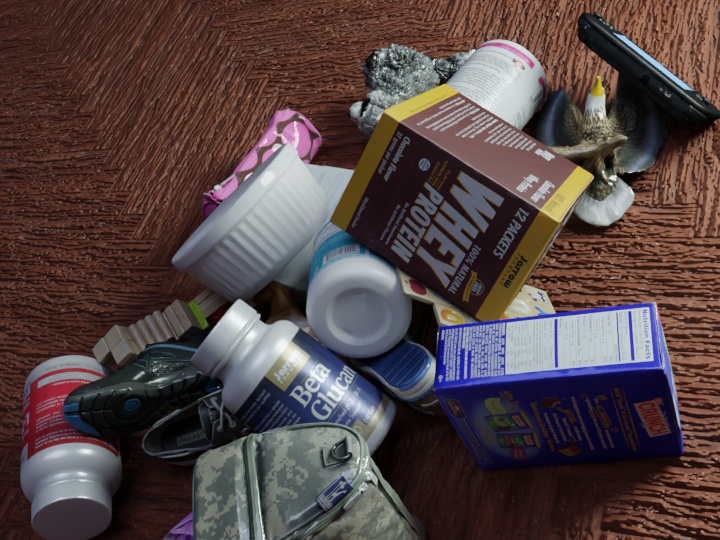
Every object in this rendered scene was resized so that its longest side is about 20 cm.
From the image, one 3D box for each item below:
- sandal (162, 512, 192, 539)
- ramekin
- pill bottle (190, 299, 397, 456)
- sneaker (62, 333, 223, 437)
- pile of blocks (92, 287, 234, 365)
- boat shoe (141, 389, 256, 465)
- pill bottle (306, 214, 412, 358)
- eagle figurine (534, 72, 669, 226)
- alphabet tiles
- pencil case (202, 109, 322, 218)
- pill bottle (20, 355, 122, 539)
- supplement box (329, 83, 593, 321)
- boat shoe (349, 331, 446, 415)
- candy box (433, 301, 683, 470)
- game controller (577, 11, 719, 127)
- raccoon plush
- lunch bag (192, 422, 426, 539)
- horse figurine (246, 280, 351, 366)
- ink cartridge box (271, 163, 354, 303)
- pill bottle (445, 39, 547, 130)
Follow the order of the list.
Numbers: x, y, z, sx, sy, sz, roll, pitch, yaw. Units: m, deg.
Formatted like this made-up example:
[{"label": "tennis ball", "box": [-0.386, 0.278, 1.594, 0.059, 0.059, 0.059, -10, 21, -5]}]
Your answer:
[{"label": "sandal", "box": [-0.183, 0.293, 0.980, 0.203, 0.050, 0.082, -44, 46, -15]}, {"label": "ramekin", "box": [-0.124, -0.050, 1.121, 0.202, 0.094, 0.202, -43, 11, 11]}, {"label": "pill bottle", "box": [-0.071, 0.122, 0.961, 0.200, 0.111, 0.111, 38, 67, -3]}, {"label": "sneaker", "box": [-0.246, 0.130, 1.082, 0.199, 0.074, 0.082, -12, 42, -30]}, {"label": "pile of blocks", "box": [-0.226, 0.084, 1.168, 0.199, 0.082, 0.062, -25, 57, -18]}, {"label": "boat shoe", "box": [-0.150, 0.169, 1.044, 0.199, 0.064, 0.071, -26, 67, 17]}, {"label": "pill bottle", "box": [0.000, 0.000, 1.037, 0.110, 0.111, 0.200, -18, 26, 11]}, {"label": "eagle figurine", "box": [0.281, -0.161, 1.123, 0.151, 0.151, 0.200, 35, 26, 4]}, {"label": "alphabet tiles", "box": [0.124, 0.024, 0.985, 0.006, 0.199, 0.167, -61, 22, 29]}, {"label": "pencil case", "box": [-0.137, -0.138, 1.311, 0.090, 0.094, 0.200, -4, 45, 47]}, {"label": "pill bottle", "box": [-0.334, 0.205, 1.090, 0.112, 0.112, 0.201, -24, 44, 5]}, {"label": "supplement box", "box": [0.112, -0.076, 0.990, 0.199, 0.133, 0.197, 33, 28, 10]}, {"label": "boat shoe", "box": [0.044, 0.106, 1.012, 0.072, 0.072, 0.200, -42, 22, 0]}, {"label": "candy box", "box": [0.187, 0.112, 0.871, 0.199, 0.169, 0.077, -7, 52, 20]}, {"label": "game controller", "box": [0.345, -0.243, 1.126, 0.200, 0.042, 0.104, 45, 35, 17]}, {"label": "raccoon plush", "box": [0.079, -0.245, 1.308, 0.199, 0.097, 0.135, -16, 53, 13]}, {"label": "lunch bag", "box": [-0.041, 0.231, 0.858, 0.167, 0.200, 0.140, -22, 45, 9]}, {"label": "horse figurine", "box": [-0.076, 0.092, 1.109, 0.199, 0.050, 0.133, 17, 66, 40]}, {"label": "ink cartridge box", "box": [-0.045, -0.047, 1.222, 0.199, 0.043, 0.197, 12, 59, 36]}, {"label": "pill bottle", "box": [0.142, -0.192, 1.195, 0.113, 0.114, 0.200, 18, 55, 37]}]
